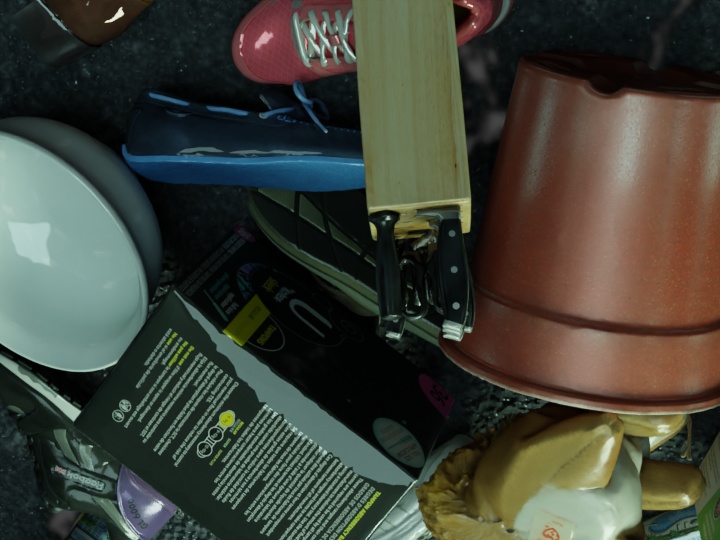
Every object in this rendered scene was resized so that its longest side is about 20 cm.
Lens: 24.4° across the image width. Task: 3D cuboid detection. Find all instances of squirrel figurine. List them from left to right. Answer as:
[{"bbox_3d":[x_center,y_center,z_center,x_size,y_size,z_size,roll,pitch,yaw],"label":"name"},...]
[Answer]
[{"bbox_3d":[0.139,0.125,1.148,0.199,0.187,0.142,-18,112,31],"label":"squirrel figurine"}]

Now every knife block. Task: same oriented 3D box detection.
[{"bbox_3d":[0.034,-0.063,1.011,0.064,0.176,0.201,-5,121,1],"label":"knife block"}]

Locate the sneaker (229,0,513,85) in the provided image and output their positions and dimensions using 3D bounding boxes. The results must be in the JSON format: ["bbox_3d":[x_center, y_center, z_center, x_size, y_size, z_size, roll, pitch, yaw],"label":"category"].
[{"bbox_3d":[0.000,-0.166,1.105,0.199,0.087,0.074,-12,108,15],"label":"sneaker"}]

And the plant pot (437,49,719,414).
[{"bbox_3d":[0.162,-0.034,1.083,0.200,0.201,0.196,9,105,7],"label":"plant pot"}]

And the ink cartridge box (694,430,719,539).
[{"bbox_3d":[0.306,0.103,1.114,0.084,0.146,0.201,25,108,0],"label":"ink cartridge box"}]

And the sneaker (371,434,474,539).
[{"bbox_3d":[0.001,0.177,1.255,0.200,0.078,0.100,-40,77,11],"label":"sneaker"}]

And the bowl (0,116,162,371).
[{"bbox_3d":[-0.214,-0.033,1.183,0.200,0.090,0.202,17,131,21],"label":"bowl"}]

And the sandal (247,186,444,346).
[{"bbox_3d":[0.000,0.001,1.182,0.201,0.080,0.057,37,139,-4],"label":"sandal"}]

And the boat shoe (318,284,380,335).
[{"bbox_3d":[-0.075,0.077,1.235,0.201,0.063,0.074,-30,106,22],"label":"boat shoe"}]

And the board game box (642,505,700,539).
[{"bbox_3d":[0.210,0.247,1.250,0.199,0.062,0.201,-21,107,18],"label":"board game box"}]

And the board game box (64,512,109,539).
[{"bbox_3d":[-0.258,0.314,1.282,0.061,0.200,0.200,31,115,-3],"label":"board game box"}]

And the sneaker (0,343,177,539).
[{"bbox_3d":[-0.228,0.136,1.265,0.200,0.076,0.088,39,90,-6],"label":"sneaker"}]

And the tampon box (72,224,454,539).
[{"bbox_3d":[-0.059,0.094,1.123,0.200,0.150,0.126,38,111,-1],"label":"tampon box"}]

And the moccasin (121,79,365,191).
[{"bbox_3d":[-0.063,-0.097,1.138,0.199,0.081,0.069,4,75,-2],"label":"moccasin"}]

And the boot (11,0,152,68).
[{"bbox_3d":[-0.178,-0.256,1.113,0.199,0.069,0.189,-29,104,19],"label":"boot"}]
